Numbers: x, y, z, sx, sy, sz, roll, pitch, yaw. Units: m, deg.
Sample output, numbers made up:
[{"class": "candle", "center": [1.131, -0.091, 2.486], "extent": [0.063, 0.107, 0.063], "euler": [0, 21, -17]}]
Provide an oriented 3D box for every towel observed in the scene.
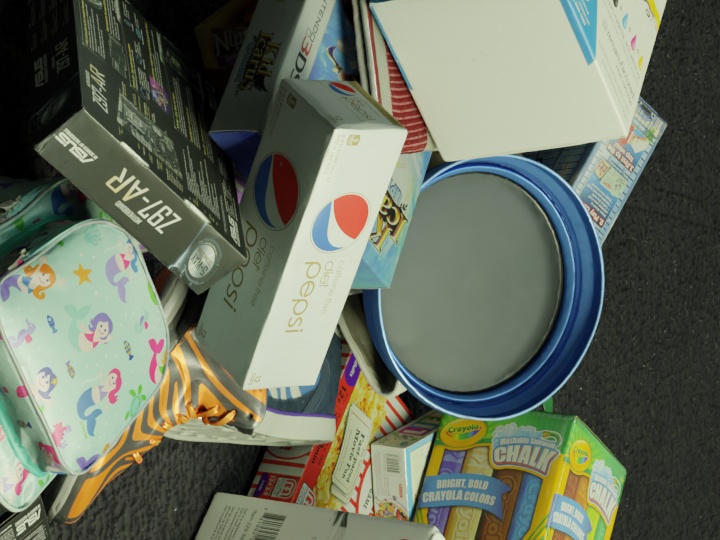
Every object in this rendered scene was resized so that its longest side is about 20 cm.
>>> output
[{"class": "towel", "center": [0.044, -0.157, 1.666], "extent": [0.200, 0.023, 0.145], "euler": [-11, 94, -62]}]

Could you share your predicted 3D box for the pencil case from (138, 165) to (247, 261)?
[{"class": "pencil case", "center": [-0.122, -0.048, 1.666], "extent": [0.200, 0.084, 0.086], "euler": [6, 65, -57]}]

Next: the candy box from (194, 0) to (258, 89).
[{"class": "candy box", "center": [-0.020, -0.200, 1.771], "extent": [0.200, 0.116, 0.057], "euler": [-44, 129, -45]}]

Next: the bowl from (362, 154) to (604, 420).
[{"class": "bowl", "center": [0.091, 0.011, 1.759], "extent": [0.199, 0.039, 0.202], "euler": [-3, 97, -28]}]

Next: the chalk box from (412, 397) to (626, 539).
[{"class": "chalk box", "center": [0.131, 0.183, 1.896], "extent": [0.125, 0.123, 0.201], "euler": [42, 60, -53]}]

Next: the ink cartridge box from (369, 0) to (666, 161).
[{"class": "ink cartridge box", "center": [0.120, -0.202, 1.639], "extent": [0.148, 0.144, 0.201], "euler": [61, 36, -36]}]

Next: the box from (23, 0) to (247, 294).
[{"class": "box", "center": [-0.147, -0.100, 1.522], "extent": [0.160, 0.043, 0.201], "euler": [43, 20, -34]}]

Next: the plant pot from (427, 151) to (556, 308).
[{"class": "plant pot", "center": [0.038, -0.082, 1.843], "extent": [0.187, 0.187, 0.201], "euler": [-51, 122, -41]}]

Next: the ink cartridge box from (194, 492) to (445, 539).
[{"class": "ink cartridge box", "center": [-0.037, 0.255, 1.724], "extent": [0.084, 0.199, 0.147], "euler": [57, 49, -45]}]

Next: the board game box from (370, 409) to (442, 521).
[{"class": "board game box", "center": [0.062, 0.221, 1.941], "extent": [0.134, 0.034, 0.201], "euler": [-22, 113, -55]}]

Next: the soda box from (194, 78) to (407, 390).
[{"class": "soda box", "center": [-0.040, -0.023, 1.536], "extent": [0.063, 0.068, 0.201], "euler": [-2, 124, -38]}]

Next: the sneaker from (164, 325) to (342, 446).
[{"class": "sneaker", "center": [-0.088, 0.052, 1.747], "extent": [0.199, 0.080, 0.148], "euler": [12, 73, -52]}]

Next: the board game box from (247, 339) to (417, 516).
[{"class": "board game box", "center": [-0.006, 0.171, 1.901], "extent": [0.200, 0.046, 0.152], "euler": [52, 52, -47]}]

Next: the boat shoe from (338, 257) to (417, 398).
[{"class": "boat shoe", "center": [0.000, 0.000, 1.767], "extent": [0.066, 0.072, 0.201], "euler": [-39, 117, -53]}]

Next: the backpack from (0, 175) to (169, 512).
[{"class": "backpack", "center": [-0.210, 0.034, 1.489], "extent": [0.200, 0.150, 0.178], "euler": [-51, 129, -49]}]

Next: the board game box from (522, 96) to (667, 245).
[{"class": "board game box", "center": [0.139, -0.045, 1.973], "extent": [0.062, 0.199, 0.201], "euler": [39, 61, -33]}]

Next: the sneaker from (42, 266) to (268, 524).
[{"class": "sneaker", "center": [-0.130, 0.102, 1.609], "extent": [0.112, 0.078, 0.201], "euler": [32, 87, -16]}]

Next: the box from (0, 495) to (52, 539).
[{"class": "box", "center": [-0.265, 0.256, 1.512], "extent": [0.200, 0.050, 0.159], "euler": [-40, 126, -48]}]

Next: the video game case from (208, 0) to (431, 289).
[{"class": "video game case", "center": [-0.014, -0.115, 1.637], "extent": [0.200, 0.045, 0.182], "euler": [49, 51, -47]}]
